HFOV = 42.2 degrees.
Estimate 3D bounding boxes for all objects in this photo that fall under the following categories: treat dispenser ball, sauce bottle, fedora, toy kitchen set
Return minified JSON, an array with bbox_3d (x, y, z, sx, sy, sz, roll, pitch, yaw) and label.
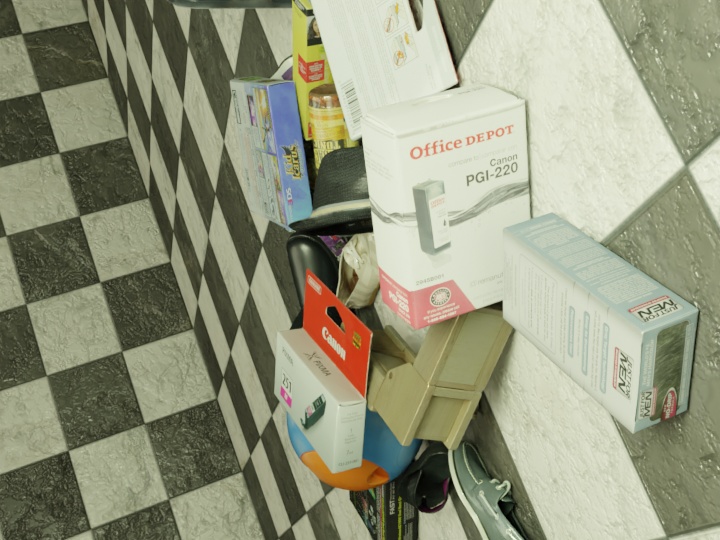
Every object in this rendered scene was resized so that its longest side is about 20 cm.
[{"bbox_3d":[-0.005,0.203,1.308,0.200,0.197,0.205,163,90,-71],"label":"treat dispenser ball"},{"bbox_3d":[-0.028,-0.145,1.246,0.066,0.065,0.204,-142,38,-58],"label":"sauce bottle"},{"bbox_3d":[0.002,-0.096,1.100,0.200,0.196,0.094,167,98,-70],"label":"fedora"},{"bbox_3d":[0.099,0.082,1.102,0.200,0.161,0.183,47,120,52],"label":"toy kitchen set"}]

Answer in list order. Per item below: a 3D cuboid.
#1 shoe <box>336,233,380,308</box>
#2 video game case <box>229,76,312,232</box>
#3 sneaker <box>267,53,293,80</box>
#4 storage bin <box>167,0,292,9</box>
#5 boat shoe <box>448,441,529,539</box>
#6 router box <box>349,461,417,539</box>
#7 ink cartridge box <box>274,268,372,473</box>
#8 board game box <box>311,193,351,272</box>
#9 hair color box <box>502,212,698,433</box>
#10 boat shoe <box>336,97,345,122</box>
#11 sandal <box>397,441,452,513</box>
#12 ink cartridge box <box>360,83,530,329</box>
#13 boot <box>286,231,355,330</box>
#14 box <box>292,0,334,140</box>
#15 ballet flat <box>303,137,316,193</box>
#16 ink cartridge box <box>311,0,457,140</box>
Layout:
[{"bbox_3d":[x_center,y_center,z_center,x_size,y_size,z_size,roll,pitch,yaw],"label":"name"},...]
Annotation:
[{"bbox_3d":[0.000,0.000,1.348,0.201,0.052,0.071,104,144,-56],"label":"shoe"},{"bbox_3d":[-0.129,-0.174,1.349,0.181,0.045,0.204,-151,50,-63],"label":"video game case"},{"bbox_3d":[-0.098,-0.255,1.394,0.089,0.075,0.200,67,161,-1],"label":"sneaker"},{"bbox_3d":[-0.165,-0.433,1.269,0.145,0.196,0.137,-138,45,-55],"label":"storage bin"},{"bbox_3d":[0.169,0.288,1.135,0.062,0.072,0.202,-40,49,22],"label":"boat shoe"},{"bbox_3d":[0.035,0.348,1.519,0.150,0.061,0.203,-128,29,-48],"label":"router box"},{"bbox_3d":[-0.050,0.117,1.141,0.200,0.043,0.177,-139,48,-56],"label":"ink cartridge box"},{"bbox_3d":[-0.075,-0.095,1.439,0.120,0.032,0.201,44,-172,-48],"label":"board game box"},{"bbox_3d":[0.200,0.038,0.815,0.200,0.060,0.101,-133,32,-53],"label":"hair color box"},{"bbox_3d":[0.004,-0.211,1.159,0.074,0.061,0.204,-1,106,68],"label":"boat shoe"},{"bbox_3d":[0.094,0.296,1.280,0.202,0.074,0.049,105,173,-55],"label":"sandal"},{"bbox_3d":[0.088,-0.065,0.913,0.085,0.143,0.204,-141,38,-59],"label":"ink cartridge box"},{"bbox_3d":[-0.077,0.064,1.421,0.203,0.075,0.169,67,-152,-25],"label":"boot"},{"bbox_3d":[-0.050,-0.274,1.238,0.050,0.074,0.202,56,153,38],"label":"box"},{"bbox_3d":[-0.089,-0.197,1.437,0.201,0.069,0.072,-124,25,-42],"label":"ballet flat"},{"bbox_3d":[0.029,-0.271,1.040,0.172,0.043,0.204,-19,86,44],"label":"ink cartridge box"}]
